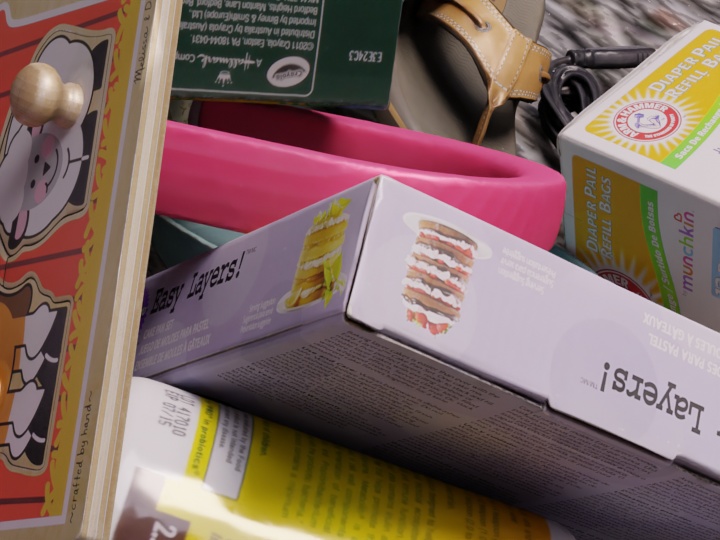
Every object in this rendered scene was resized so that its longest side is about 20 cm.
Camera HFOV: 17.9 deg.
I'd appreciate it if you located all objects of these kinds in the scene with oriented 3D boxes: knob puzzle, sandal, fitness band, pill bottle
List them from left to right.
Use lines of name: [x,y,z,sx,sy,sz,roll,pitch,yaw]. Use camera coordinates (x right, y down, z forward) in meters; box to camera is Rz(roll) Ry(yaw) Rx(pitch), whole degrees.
knob puzzle: [-0.133,0.001,0.729,0.030,0.220,0.220,16,34,-36]
fitness band: [-0.028,-0.035,0.787,0.199,0.038,0.144,11,6,14]
pill bottle: [-0.003,0.114,0.721,0.199,0.110,0.110,19,36,-7]
sandal: [0.054,-0.091,0.960,0.082,0.055,0.200,42,35,-14]

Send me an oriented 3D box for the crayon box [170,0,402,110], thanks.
crayon box: [-0.089,-0.102,0.851,0.125,0.052,0.200,0,14,-31]

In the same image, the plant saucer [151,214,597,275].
plant saucer: [0.000,0.000,0.887,0.199,0.036,0.200,16,15,-4]

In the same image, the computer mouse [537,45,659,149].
computer mouse: [0.177,-0.053,1.093,0.199,0.046,0.141,-7,50,-20]

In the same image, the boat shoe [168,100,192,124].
boat shoe: [-0.150,-0.117,0.956,0.199,0.071,0.065,34,36,10]

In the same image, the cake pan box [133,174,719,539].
cake pan box: [0.037,0.046,0.747,0.199,0.184,0.053,24,71,-22]

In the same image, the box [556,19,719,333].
box: [0.187,-0.003,0.914,0.199,0.113,0.101,27,50,34]
